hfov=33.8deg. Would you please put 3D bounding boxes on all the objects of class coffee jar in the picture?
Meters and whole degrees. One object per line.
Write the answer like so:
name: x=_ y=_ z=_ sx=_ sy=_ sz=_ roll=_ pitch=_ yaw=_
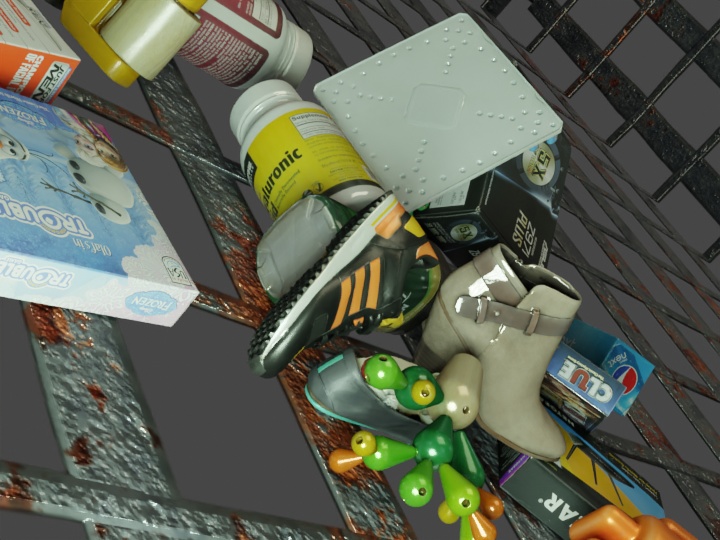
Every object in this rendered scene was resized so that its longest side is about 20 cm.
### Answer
coffee jar: x=0.000 y=0.000 z=1.129 sx=0.199 sy=0.104 sz=0.086 roll=17 pitch=40 yaw=-51

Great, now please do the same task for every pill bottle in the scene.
pill bottle: x=-0.057 y=-0.102 z=1.216 sx=0.111 sy=0.112 sz=0.201 roll=18 pitch=31 yaw=-50
pill bottle: x=-0.158 y=-0.285 z=1.391 sx=0.199 sy=0.114 sz=0.115 roll=28 pitch=24 yaw=-37

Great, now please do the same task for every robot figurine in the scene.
robot figurine: x=0.258 y=0.294 z=1.017 sx=0.199 sy=0.117 sz=0.144 roll=41 pitch=13 yaw=-2

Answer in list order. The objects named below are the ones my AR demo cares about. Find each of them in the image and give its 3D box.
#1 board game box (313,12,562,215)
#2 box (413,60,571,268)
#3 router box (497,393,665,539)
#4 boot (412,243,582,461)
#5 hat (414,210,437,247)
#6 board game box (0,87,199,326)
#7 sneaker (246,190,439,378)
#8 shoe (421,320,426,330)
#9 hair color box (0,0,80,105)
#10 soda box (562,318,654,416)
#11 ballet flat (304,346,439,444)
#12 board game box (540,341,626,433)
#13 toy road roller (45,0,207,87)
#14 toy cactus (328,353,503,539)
board game box: x=0.079 y=-0.166 z=1.253 sx=0.201 sy=0.198 sz=0.026 roll=55 pitch=-13 yaw=31
box: x=0.154 y=-0.102 z=1.334 sx=0.164 sy=0.085 sz=0.203 roll=45 pitch=52 yaw=-43
router box: x=0.224 y=0.220 z=1.190 sx=0.199 sy=0.051 sz=0.150 roll=39 pitch=21 yaw=-11
boot: x=0.148 y=0.073 z=1.069 sx=0.198 sy=0.147 sz=0.071 roll=32 pitch=24 yaw=-17
hat: x=0.028 y=-0.038 z=1.297 sx=0.200 sy=0.081 sz=0.201 roll=37 pitch=21 yaw=-17
board game box: x=-0.237 y=-0.057 z=0.872 sx=0.199 sy=0.043 sz=0.200 roll=16 pitch=35 yaw=-53
sneaker: x=-0.007 y=0.027 z=0.979 sx=0.090 sy=0.070 sz=0.201 roll=44 pitch=62 yaw=-9
shoe: x=0.116 y=0.059 z=1.323 sx=0.053 sy=0.071 sz=0.199 roll=6 pitch=1 yaw=34
hair color box: x=-0.331 y=-0.195 z=0.944 sx=0.111 sy=0.064 sz=0.199 roll=49 pitch=21 yaw=19
soda box: x=0.251 y=0.097 z=1.372 sx=0.064 sy=0.068 sz=0.200 roll=34 pitch=-1 yaw=-22
ballet flat: x=0.041 y=0.115 z=1.026 sx=0.199 sy=0.073 sz=0.073 roll=28 pitch=24 yaw=-37
board game box: x=0.195 y=0.105 z=1.205 sx=0.135 sy=0.035 sz=0.200 roll=35 pitch=-7 yaw=12
toy road roller: x=-0.238 y=-0.284 z=1.234 sx=0.200 sy=0.123 sz=0.146 roll=48 pitch=9 yaw=17
toy cactus: x=0.059 y=0.135 z=0.954 sx=0.201 sy=0.101 sz=0.166 roll=52 pitch=37 yaw=-16
